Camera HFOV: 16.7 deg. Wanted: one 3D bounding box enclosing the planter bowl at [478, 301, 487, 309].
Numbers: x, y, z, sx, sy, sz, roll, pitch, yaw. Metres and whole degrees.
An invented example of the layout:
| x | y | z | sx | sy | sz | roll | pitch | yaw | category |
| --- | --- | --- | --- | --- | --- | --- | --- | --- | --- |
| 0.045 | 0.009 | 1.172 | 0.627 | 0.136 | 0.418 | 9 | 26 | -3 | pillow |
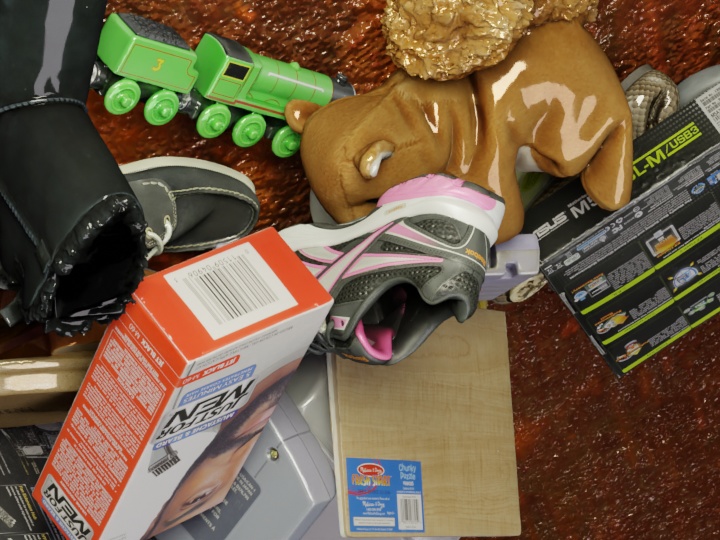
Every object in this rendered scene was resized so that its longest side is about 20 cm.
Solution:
| x | y | z | sx | sy | sz | roll | pitch | yaw | category |
| --- | --- | --- | --- | --- | --- | --- | --- | --- | --- |
| 0.015 | 0.061 | 1.661 | 0.200 | 0.084 | 0.201 | -20 | 145 | -15 | planter bowl |

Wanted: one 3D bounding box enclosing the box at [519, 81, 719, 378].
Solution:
| x | y | z | sx | sy | sz | roll | pitch | yaw | category |
| --- | --- | --- | --- | --- | --- | --- | --- | --- | --- |
| 0.219 | -0.032 | 1.636 | 0.200 | 0.048 | 0.193 | -34 | 149 | 5 | box |

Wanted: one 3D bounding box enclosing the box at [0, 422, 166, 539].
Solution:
| x | y | z | sx | sy | sz | roll | pitch | yaw | category |
| --- | --- | --- | --- | --- | --- | --- | --- | --- | --- |
| -0.200 | 0.164 | 1.530 | 0.157 | 0.200 | 0.050 | 2 | 133 | -40 | box |

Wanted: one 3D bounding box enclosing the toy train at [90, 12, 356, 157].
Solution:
| x | y | z | sx | sy | sz | roll | pitch | yaw | category |
| --- | --- | --- | --- | --- | --- | --- | --- | --- | --- |
| -0.077 | -0.106 | 1.421 | 0.200 | 0.042 | 0.056 | 12 | 116 | -46 | toy train |

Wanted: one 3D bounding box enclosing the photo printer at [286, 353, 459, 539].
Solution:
| x | y | z | sx | sy | sz | roll | pitch | yaw | category |
| --- | --- | --- | --- | --- | --- | --- | --- | --- | --- |
| -0.037 | 0.133 | 1.616 | 0.166 | 0.070 | 0.200 | -2 | 140 | 38 | photo printer |

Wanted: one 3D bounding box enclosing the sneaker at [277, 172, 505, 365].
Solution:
| x | y | z | sx | sy | sz | roll | pitch | yaw | category |
| --- | --- | --- | --- | --- | --- | --- | --- | --- | --- |
| -0.006 | 0.018 | 1.393 | 0.080 | 0.087 | 0.200 | 29 | 140 | -29 | sneaker |

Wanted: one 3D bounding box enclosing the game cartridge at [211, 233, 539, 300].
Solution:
| x | y | z | sx | sy | sz | roll | pitch | yaw | category |
| --- | --- | --- | --- | --- | --- | --- | --- | --- | --- |
| 0.000 | 0.000 | 1.531 | 0.199 | 0.039 | 0.130 | -2 | 176 | -11 | game cartridge |

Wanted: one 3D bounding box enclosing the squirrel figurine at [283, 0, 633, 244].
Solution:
| x | y | z | sx | sy | sz | roll | pitch | yaw | category |
| --- | --- | --- | --- | --- | --- | --- | --- | --- | --- |
| 0.050 | -0.110 | 1.432 | 0.186 | 0.142 | 0.200 | -16 | 127 | -25 | squirrel figurine |

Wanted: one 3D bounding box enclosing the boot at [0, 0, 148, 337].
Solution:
| x | y | z | sx | sy | sz | roll | pitch | yaw | category |
| --- | --- | --- | --- | --- | --- | --- | --- | --- | --- |
| -0.157 | -0.076 | 1.290 | 0.073 | 0.163 | 0.198 | -3 | 136 | -32 | boot |

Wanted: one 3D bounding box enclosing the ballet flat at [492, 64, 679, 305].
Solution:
| x | y | z | sx | sy | sz | roll | pitch | yaw | category |
| --- | --- | --- | --- | --- | --- | --- | --- | --- | --- |
| 0.151 | -0.048 | 1.633 | 0.200 | 0.046 | 0.067 | -55 | 162 | 23 | ballet flat |

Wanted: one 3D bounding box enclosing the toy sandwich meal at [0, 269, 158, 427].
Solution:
| x | y | z | sx | sy | sz | roll | pitch | yaw | category |
| --- | --- | --- | --- | --- | --- | --- | --- | --- | --- |
| -0.206 | 0.048 | 1.457 | 0.205 | 0.070 | 0.205 | -6 | 171 | -1 | toy sandwich meal |

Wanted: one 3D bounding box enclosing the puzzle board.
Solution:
| x | y | z | sx | sy | sz | roll | pitch | yaw | category |
| --- | --- | --- | --- | --- | --- | --- | --- | --- | --- |
| 0.039 | 0.094 | 1.560 | 0.017 | 0.151 | 0.200 | -9 | 170 | 35 | puzzle board |

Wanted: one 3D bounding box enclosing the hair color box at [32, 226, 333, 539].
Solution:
| x | y | z | sx | sy | sz | roll | pitch | yaw | category |
| --- | --- | --- | --- | --- | --- | --- | --- | --- | --- |
| -0.104 | 0.074 | 1.397 | 0.111 | 0.064 | 0.200 | -24 | 155 | -39 | hair color box |

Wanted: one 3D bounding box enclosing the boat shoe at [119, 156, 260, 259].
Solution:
| x | y | z | sx | sy | sz | roll | pitch | yaw | category |
| --- | --- | --- | --- | --- | --- | --- | --- | --- | --- |
| -0.143 | -0.024 | 1.453 | 0.200 | 0.068 | 0.072 | -2 | 135 | -36 | boat shoe |

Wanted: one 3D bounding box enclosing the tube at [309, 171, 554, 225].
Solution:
| x | y | z | sx | sy | sz | roll | pitch | yaw | category |
| --- | --- | --- | --- | --- | --- | --- | --- | --- | --- |
| 0.058 | -0.050 | 1.585 | 0.200 | 0.052 | 0.058 | -6 | -179 | -42 | tube |

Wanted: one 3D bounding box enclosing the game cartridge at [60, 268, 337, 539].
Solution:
| x | y | z | sx | sy | sz | roll | pitch | yaw | category |
| --- | --- | --- | --- | --- | --- | --- | --- | --- | --- |
| -0.105 | 0.100 | 1.526 | 0.133 | 0.200 | 0.042 | -51 | 160 | 26 | game cartridge |

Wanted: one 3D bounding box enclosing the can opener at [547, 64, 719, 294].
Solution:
| x | y | z | sx | sy | sz | roll | pitch | yaw | category |
| --- | --- | --- | --- | --- | --- | --- | --- | --- | --- |
| 0.195 | -0.064 | 1.676 | 0.066 | 0.053 | 0.200 | 37 | 111 | -17 | can opener |
